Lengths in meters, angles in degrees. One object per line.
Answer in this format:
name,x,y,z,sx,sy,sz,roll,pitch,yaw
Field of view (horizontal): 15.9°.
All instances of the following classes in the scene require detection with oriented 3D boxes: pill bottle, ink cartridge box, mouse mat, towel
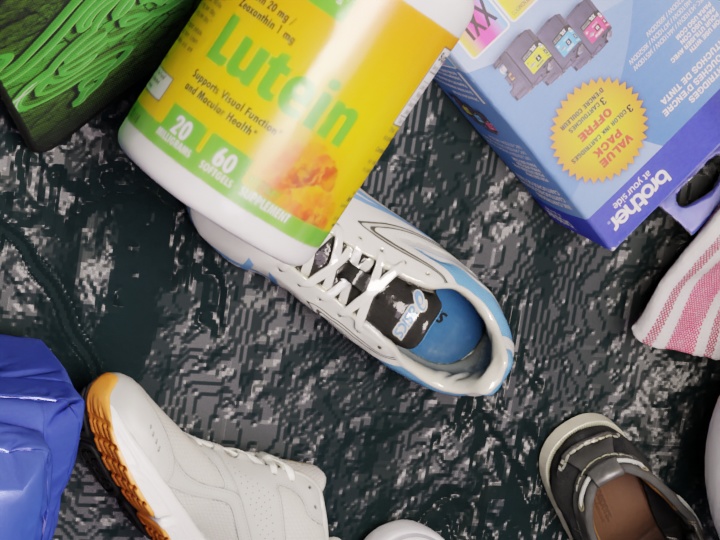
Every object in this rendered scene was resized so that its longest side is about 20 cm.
pill bottle,-0.017,-0.113,1.206,0.111,0.111,0.201,31,96,-26
ink cartridge box,0.124,-0.108,1.329,0.136,0.076,0.200,-45,117,-5
mouse mat,-0.090,-0.142,1.210,0.200,0.161,0.008,-36,71,-8
towel,0.261,0.000,1.392,0.199,0.030,0.147,10,127,-32

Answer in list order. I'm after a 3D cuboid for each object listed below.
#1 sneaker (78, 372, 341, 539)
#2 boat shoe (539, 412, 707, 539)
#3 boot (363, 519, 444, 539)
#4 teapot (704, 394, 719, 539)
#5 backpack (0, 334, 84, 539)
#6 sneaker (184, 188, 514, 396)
sneaker,-0.070,0.113,1.323,0.092,0.076,0.200,-42,123,-14
boat shoe,0.167,0.171,1.429,0.072,0.068,0.200,-38,116,-10
boot,0.058,0.235,1.386,0.073,0.096,0.201,-25,112,-13
teapot,0.275,0.109,1.309,0.199,0.146,0.198,27,90,-5
backpack,-0.222,0.142,1.214,0.162,0.168,0.201,7,106,-16
sneaker,0.000,0.000,1.312,0.199,0.072,0.072,31,94,-24
